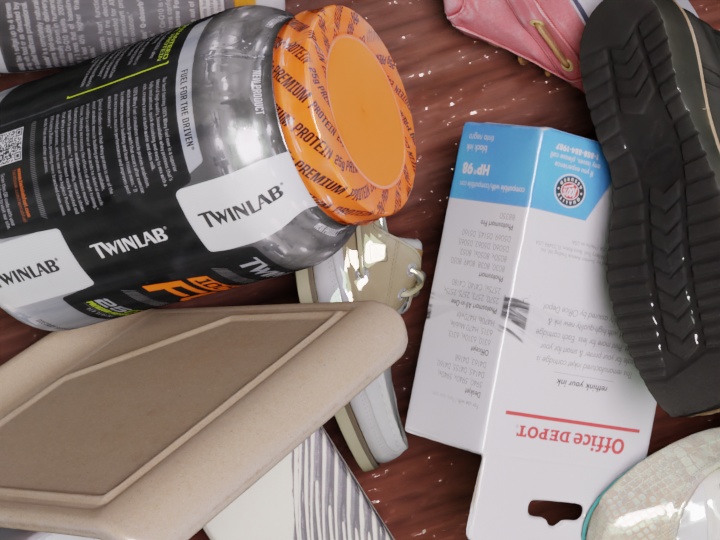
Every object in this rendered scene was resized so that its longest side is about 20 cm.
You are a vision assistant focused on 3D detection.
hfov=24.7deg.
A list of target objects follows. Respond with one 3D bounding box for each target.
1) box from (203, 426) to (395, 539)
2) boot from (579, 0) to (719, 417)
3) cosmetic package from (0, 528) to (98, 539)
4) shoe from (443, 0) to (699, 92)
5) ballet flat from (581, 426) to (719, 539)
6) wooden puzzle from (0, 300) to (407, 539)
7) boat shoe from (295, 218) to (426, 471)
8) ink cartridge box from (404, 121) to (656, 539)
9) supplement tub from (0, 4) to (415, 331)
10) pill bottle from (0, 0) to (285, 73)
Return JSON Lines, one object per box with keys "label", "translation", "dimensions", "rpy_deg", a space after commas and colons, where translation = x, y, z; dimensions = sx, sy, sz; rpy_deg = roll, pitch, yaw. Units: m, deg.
{"label": "box", "translation": [-0.029, 0.138, 0.845], "dimensions": [0.082, 0.068, 0.201], "rpy_deg": [-34, 95, -3]}
{"label": "boot", "translation": [0.186, -0.031, 0.789], "dimensions": [0.138, 0.077, 0.202], "rpy_deg": [5, 75, -39]}
{"label": "cosmetic package", "translation": [-0.156, 0.231, 0.759], "dimensions": [0.167, 0.166, 0.201], "rpy_deg": [-31, 95, -34]}
{"label": "shoe", "translation": [0.112, -0.128, 0.858], "dimensions": [0.200, 0.091, 0.072], "rpy_deg": [53, 53, -30]}
{"label": "ballet flat", "translation": [0.204, 0.110, 0.838], "dimensions": [0.199, 0.062, 0.068], "rpy_deg": [-19, 110, -28]}
{"label": "wooden puzzle", "translation": [-0.101, 0.068, 0.747], "dimensions": [0.185, 0.199, 0.038], "rpy_deg": [-38, 119, -41]}
{"label": "boat shoe", "translation": [0.000, 0.000, 0.842], "dimensions": [0.068, 0.075, 0.202], "rpy_deg": [-15, 92, 0]}
{"label": "ink cartridge box", "translation": [0.094, 0.035, 0.834], "dimensions": [0.115, 0.066, 0.202], "rpy_deg": [11, 90, -36]}
{"label": "supplement tub", "translation": [-0.082, -0.049, 0.768], "dimensions": [0.199, 0.122, 0.124], "rpy_deg": [-14, 93, 29]}
{"label": "pill bottle", "translation": [-0.140, -0.158, 0.802], "dimensions": [0.198, 0.116, 0.118], "rpy_deg": [-6, 92, -6]}
